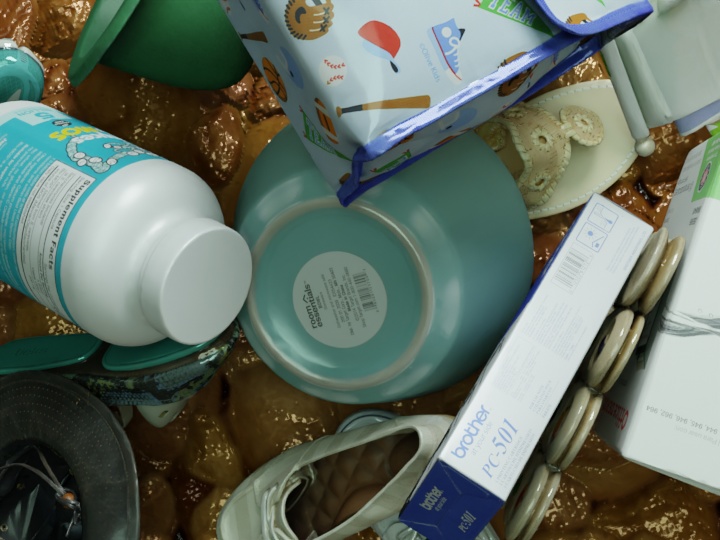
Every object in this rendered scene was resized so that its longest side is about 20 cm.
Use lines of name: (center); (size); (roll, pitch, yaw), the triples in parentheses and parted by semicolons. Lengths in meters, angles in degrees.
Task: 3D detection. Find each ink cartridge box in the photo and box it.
ink cartridge box: (0.217, 0.026, 0.825); (0.083, 0.146, 0.201); (19, 90, 4)
ink cartridge box: (0.095, 0.057, 0.775); (0.044, 0.094, 0.200); (32, 58, 5)

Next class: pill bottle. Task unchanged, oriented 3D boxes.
pill bottle: (-0.156, -0.024, 0.814); (0.199, 0.111, 0.111); (25, 91, 36)

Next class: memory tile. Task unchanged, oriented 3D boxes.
memory tile: (0.134, 0.066, 0.823); (0.017, 0.153, 0.201); (28, 93, 3)

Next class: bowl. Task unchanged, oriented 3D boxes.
bowl: (0.000, 0.000, 0.831); (0.199, 0.105, 0.202); (4, 105, 14)

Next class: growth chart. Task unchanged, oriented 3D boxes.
growth chart: (0.245, -0.147, 0.856); (0.199, 0.018, 0.145); (-23, 125, 1)

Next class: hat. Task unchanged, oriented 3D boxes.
hat: (-0.194, 0.167, 0.844); (0.199, 0.081, 0.202); (-8, 73, 27)
hat: (-0.072, -0.144, 0.865); (0.175, 0.201, 0.166); (28, 136, -20)

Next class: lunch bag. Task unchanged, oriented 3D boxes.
lunch bag: (0.038, -0.162, 0.727); (0.199, 0.124, 0.171); (-29, 86, -14)

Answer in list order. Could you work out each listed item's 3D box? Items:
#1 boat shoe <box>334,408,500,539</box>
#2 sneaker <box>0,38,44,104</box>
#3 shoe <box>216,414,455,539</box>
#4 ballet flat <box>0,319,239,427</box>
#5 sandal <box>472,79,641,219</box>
boat shoe: (0.055, 0.172, 0.873); (0.074, 0.065, 0.200); (-42, 86, 3)
sneaker: (-0.270, -0.060, 0.883); (0.200, 0.077, 0.080); (-49, 45, 9)
shoe: (-0.021, 0.135, 0.852); (0.199, 0.053, 0.070); (-27, 71, 29)
ballet flat: (-0.148, 0.068, 0.864); (0.199, 0.074, 0.075); (-6, 88, 33)
sandal: (0.092, -0.065, 0.873); (0.210, 0.070, 0.078); (-21, 88, 3)
